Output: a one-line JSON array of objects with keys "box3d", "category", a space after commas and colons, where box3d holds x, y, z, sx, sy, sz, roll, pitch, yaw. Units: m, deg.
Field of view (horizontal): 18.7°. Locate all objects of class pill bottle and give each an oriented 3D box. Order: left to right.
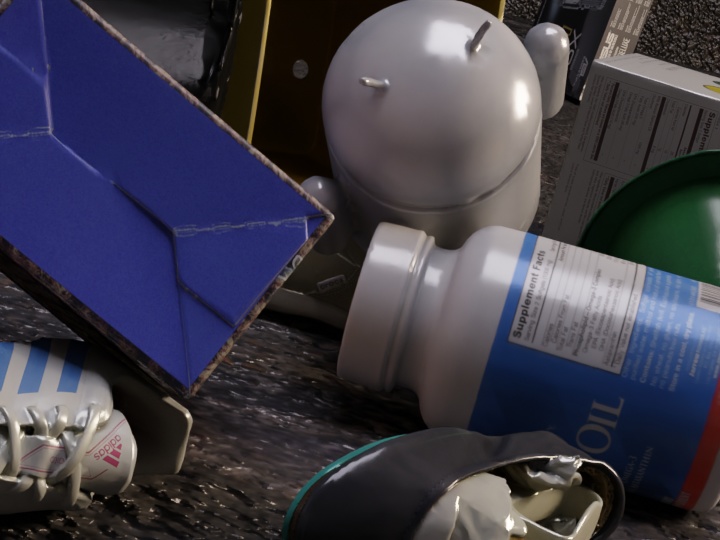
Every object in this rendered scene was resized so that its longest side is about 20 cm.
[{"box3d": [0.094, 0.042, 1.093, 0.199, 0.113, 0.112, 16, 13, 5], "category": "pill bottle"}]

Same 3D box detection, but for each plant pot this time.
[{"box3d": [-0.034, -0.146, 1.592, 0.199, 0.201, 0.176, 6, 4, -34], "category": "plant pot"}]

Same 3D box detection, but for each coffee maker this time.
[{"box3d": [-0.179, -0.134, 1.336, 0.199, 0.193, 0.135, 13, 21, -2], "category": "coffee maker"}]

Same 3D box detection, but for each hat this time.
[{"box3d": [0.199, 0.044, 1.163, 0.165, 0.201, 0.176, -8, 34, 5], "category": "hat"}]

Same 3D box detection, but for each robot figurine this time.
[{"box3d": [0.039, -0.068, 1.149, 0.113, 0.169, 0.200, 49, -11, 21], "category": "robot figurine"}]

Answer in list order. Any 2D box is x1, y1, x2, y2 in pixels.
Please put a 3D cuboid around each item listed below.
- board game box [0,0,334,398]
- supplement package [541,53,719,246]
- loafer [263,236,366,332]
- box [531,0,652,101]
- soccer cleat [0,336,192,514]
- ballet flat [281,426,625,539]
[{"box3d": [-0.117, -0.033, 0.959, 0.159, 0.097, 0.200, 40, -8, -7], "category": "board game box"}, {"box3d": [0.258, -0.058, 1.599, 0.199, 0.151, 0.152, 19, 13, 16], "category": "supplement package"}, {"box3d": [0.000, 0.000, 1.254, 0.199, 0.069, 0.076, 14, 13, -5], "category": "loafer"}, {"box3d": [0.266, -0.298, 2.491, 0.050, 0.201, 0.158, 15, 12, -27], "category": "box"}, {"box3d": [-0.139, 0.062, 0.844, 0.086, 0.070, 0.200, 21, 14, 26], "category": "soccer cleat"}, {"box3d": [0.050, 0.101, 0.901, 0.073, 0.073, 0.200, 23, 13, 32], "category": "ballet flat"}]
